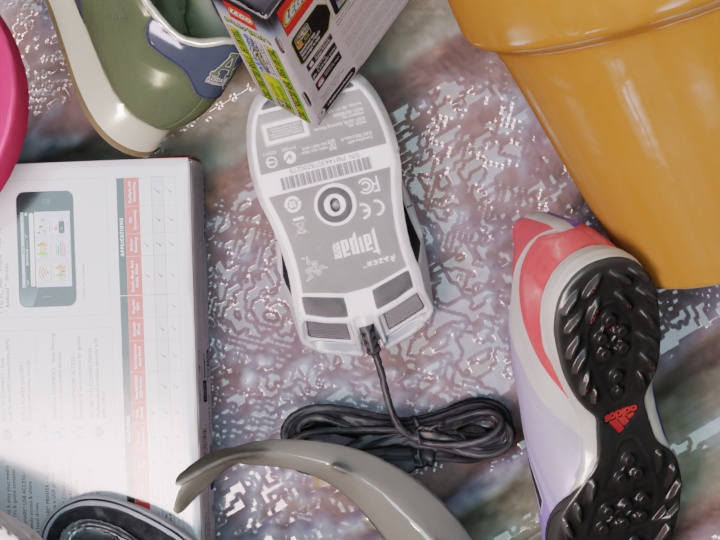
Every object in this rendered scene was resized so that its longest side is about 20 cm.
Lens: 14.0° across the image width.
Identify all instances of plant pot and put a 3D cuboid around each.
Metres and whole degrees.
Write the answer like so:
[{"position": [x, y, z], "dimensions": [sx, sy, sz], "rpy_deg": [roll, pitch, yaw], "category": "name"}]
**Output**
[{"position": [0.152, -0.099, 1.304], "dimensions": [0.200, 0.200, 0.184], "rpy_deg": [-20, 104, 4], "category": "plant pot"}]

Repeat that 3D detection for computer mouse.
[{"position": [0.000, 0.000, 1.378], "dimensions": [0.109, 0.044, 0.201], "rpy_deg": [-12, 93, 5], "category": "computer mouse"}]

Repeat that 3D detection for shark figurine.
[{"position": [0.020, 0.130, 1.334], "dimensions": [0.128, 0.089, 0.215], "rpy_deg": [-43, 107, -3], "category": "shark figurine"}]

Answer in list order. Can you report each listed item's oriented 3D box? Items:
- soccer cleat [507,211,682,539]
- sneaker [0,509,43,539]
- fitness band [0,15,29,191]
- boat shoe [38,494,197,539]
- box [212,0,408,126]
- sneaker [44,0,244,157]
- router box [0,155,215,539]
[{"position": [0.102, 0.066, 1.345], "dimensions": [0.068, 0.073, 0.200], "rpy_deg": [-18, 124, -18], "category": "soccer cleat"}, {"position": [-0.226, 0.146, 1.297], "dimensions": [0.199, 0.079, 0.130], "rpy_deg": [28, 87, 1], "category": "sneaker"}, {"position": [-0.245, -0.090, 1.331], "dimensions": [0.200, 0.037, 0.144], "rpy_deg": [32, 83, 12], "category": "fitness band"}, {"position": [-0.077, 0.174, 1.304], "dimensions": [0.072, 0.068, 0.200], "rpy_deg": [-41, 72, -1], "category": "boat shoe"}, {"position": [0.013, -0.173, 1.318], "dimensions": [0.035, 0.110, 0.200], "rpy_deg": [30, 76, 22], "category": "box"}, {"position": [-0.113, -0.160, 1.352], "dimensions": [0.090, 0.067, 0.201], "rpy_deg": [-32, 80, 33], "category": "sneaker"}, {"position": [-0.162, 0.048, 1.385], "dimensions": [0.179, 0.049, 0.201], "rpy_deg": [-1, 90, 4], "category": "router box"}]
